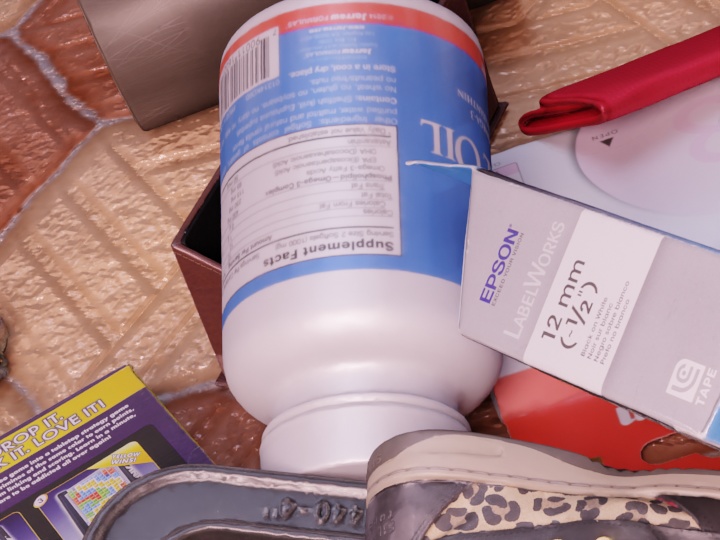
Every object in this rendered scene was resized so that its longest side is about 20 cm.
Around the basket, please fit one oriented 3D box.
[{"bbox_3d":[-0.039,-0.159,1.375,0.199,0.137,0.180,-24,22,2],"label":"basket"}]

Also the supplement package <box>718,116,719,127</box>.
[{"bbox_3d":[0.268,-0.074,1.020,0.199,0.191,0.148,-31,81,-16],"label":"supplement package"}]

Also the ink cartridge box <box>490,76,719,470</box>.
[{"bbox_3d":[0.122,0.004,1.148,0.161,0.057,0.200,-18,30,2],"label":"ink cartridge box"}]

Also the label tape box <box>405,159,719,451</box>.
[{"bbox_3d":[0.115,0.025,1.015,0.200,0.143,0.067,20,88,52],"label":"label tape box"}]

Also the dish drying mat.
[{"bbox_3d":[0.166,-0.100,1.231,0.199,0.018,0.077,-22,8,-24],"label":"dish drying mat"}]

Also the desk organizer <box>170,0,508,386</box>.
[{"bbox_3d":[-0.007,-0.042,1.245,0.071,0.077,0.200,0,40,26],"label":"desk organizer"}]

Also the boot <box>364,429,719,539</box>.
[{"bbox_3d":[0.089,0.141,0.953,0.198,0.073,0.151,13,57,-2],"label":"boot"}]

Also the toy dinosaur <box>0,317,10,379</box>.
[{"bbox_3d":[-0.237,0.060,1.212,0.199,0.089,0.047,-34,29,-20],"label":"toy dinosaur"}]

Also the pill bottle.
[{"bbox_3d":[0.000,0.000,1.116,0.111,0.112,0.201,-10,63,14],"label":"pill bottle"}]

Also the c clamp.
[{"bbox_3d":[-0.032,0.148,0.998,0.198,0.027,0.172,0,59,2],"label":"c clamp"}]

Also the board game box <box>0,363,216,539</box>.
[{"bbox_3d":[-0.134,0.139,1.085,0.199,0.057,0.165,-30,34,-13],"label":"board game box"}]
